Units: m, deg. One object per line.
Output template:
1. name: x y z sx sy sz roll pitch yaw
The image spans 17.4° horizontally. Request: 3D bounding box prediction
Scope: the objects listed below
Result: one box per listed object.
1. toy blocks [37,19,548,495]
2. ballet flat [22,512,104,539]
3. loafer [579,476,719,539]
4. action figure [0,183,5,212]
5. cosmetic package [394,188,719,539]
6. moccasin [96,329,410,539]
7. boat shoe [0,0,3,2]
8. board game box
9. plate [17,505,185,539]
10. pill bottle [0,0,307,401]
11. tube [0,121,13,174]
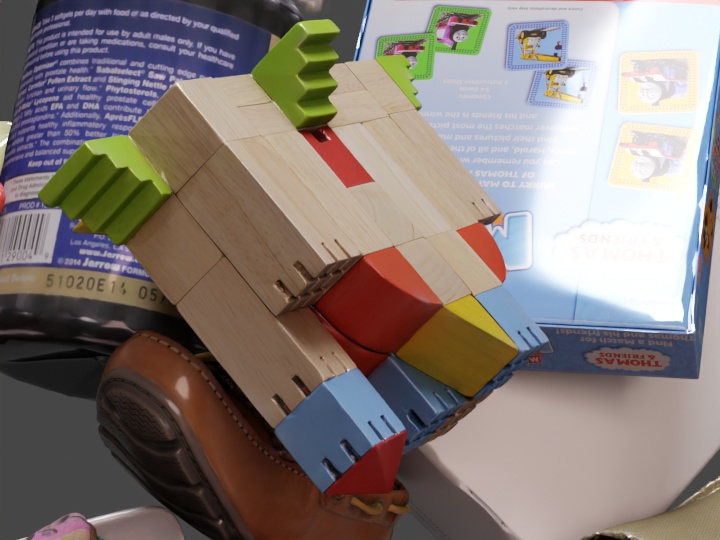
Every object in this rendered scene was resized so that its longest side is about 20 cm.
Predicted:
1. toy blocks: 0.000 0.000 0.788 0.100 0.200 0.137 -44 79 23
2. ballet flat: -0.155 0.167 0.795 0.071 0.069 0.201 24 90 -12
3. loafer: 0.122 0.120 0.866 0.200 0.076 0.068 -38 133 -26
4. action figure: -0.228 -0.043 0.868 0.199 0.052 0.066 11 79 3
5. cosmetic package: 0.101 0.033 0.954 0.113 0.081 0.200 46 71 -1
6. moccasin: -0.030 0.064 0.839 0.074 0.201 0.078 32 82 35
7. boat shoe: -0.162 -0.144 0.926 0.074 0.066 0.200 34 66 2
8. board game box: 0.067 -0.053 0.925 0.151 0.037 0.201 2 55 15
9. plate: -0.145 0.200 0.849 0.199 0.032 0.201 -12 97 -15
10. pill bottle: -0.079 -0.054 0.908 0.111 0.112 0.201 13 75 -12
11. tube: -0.181 0.033 0.894 0.058 0.052 0.201 21 65 -39
